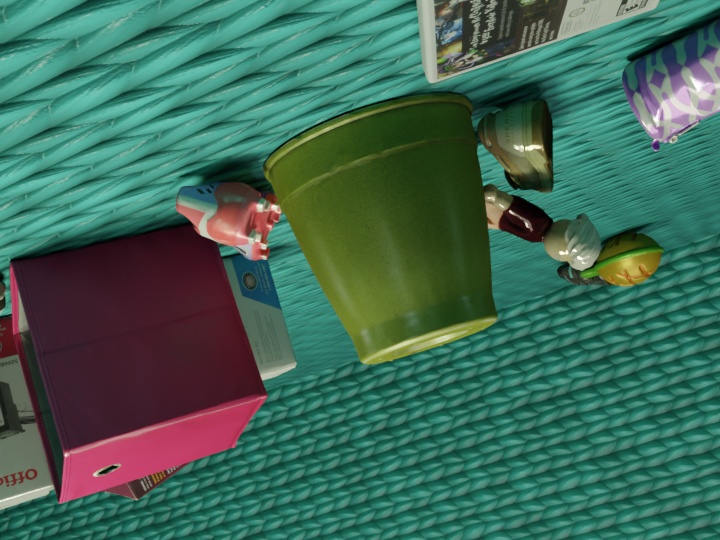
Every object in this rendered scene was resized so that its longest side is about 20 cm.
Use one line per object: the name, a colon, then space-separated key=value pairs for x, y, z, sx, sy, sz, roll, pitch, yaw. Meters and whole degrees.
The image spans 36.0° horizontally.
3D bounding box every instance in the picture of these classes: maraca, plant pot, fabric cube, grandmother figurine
maraca: x=0.550 y=-0.017 z=2.331 sx=0.135 sy=0.109 sz=0.200 roll=-3 pitch=165 yaw=-28
plant pot: x=0.033 y=-0.026 z=0.989 sx=0.198 sy=0.196 sz=0.200 roll=-16 pitch=171 yaw=-3
fabric cube: x=-0.230 y=0.094 z=1.117 sx=0.197 sy=0.202 sz=0.196 roll=-13 pitch=161 yaw=-23
grandmother figurine: x=0.146 y=-0.055 z=1.104 sx=0.198 sy=0.061 sz=0.121 roll=24 pitch=-171 yaw=18

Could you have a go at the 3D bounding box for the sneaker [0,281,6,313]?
sneaker: x=-0.398 y=0.073 z=1.104 sx=0.075 sy=0.089 sz=0.199 roll=-7 pitch=165 yaw=-40

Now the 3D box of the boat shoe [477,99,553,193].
boat shoe: x=0.155 y=-0.118 z=1.080 sx=0.062 sy=0.074 sz=0.201 roll=-2 pitch=176 yaw=12

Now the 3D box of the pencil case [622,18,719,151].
pencil case: x=0.327 y=-0.180 z=0.974 sx=0.199 sy=0.087 sz=0.083 roll=-25 pitch=170 yaw=35

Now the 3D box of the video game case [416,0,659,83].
video game case: x=0.125 y=-0.189 z=0.731 sx=0.179 sy=0.024 sz=0.200 roll=-18 pitch=172 yaw=2

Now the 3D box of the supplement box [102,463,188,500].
supplement box: x=-0.274 y=0.223 z=1.540 sx=0.199 sy=0.087 sz=0.110 roll=-33 pitch=-162 yaw=-34

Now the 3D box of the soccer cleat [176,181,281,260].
soccer cleat: x=-0.118 y=-0.050 z=1.024 sx=0.075 sy=0.068 sz=0.200 roll=19 pitch=179 yaw=1

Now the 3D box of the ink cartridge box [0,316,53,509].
ink cartridge box: x=-0.437 y=0.171 z=1.250 sx=0.143 sy=0.203 sz=0.083 roll=-14 pitch=171 yaw=-20

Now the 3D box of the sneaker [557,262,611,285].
sneaker: x=0.524 y=-0.002 z=2.553 sx=0.078 sy=0.077 sz=0.199 roll=-7 pitch=173 yaw=36

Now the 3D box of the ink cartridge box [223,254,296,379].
ink cartridge box: x=-0.194 y=0.074 z=1.308 sx=0.198 sy=0.147 sz=0.084 roll=-13 pitch=171 yaw=-27
